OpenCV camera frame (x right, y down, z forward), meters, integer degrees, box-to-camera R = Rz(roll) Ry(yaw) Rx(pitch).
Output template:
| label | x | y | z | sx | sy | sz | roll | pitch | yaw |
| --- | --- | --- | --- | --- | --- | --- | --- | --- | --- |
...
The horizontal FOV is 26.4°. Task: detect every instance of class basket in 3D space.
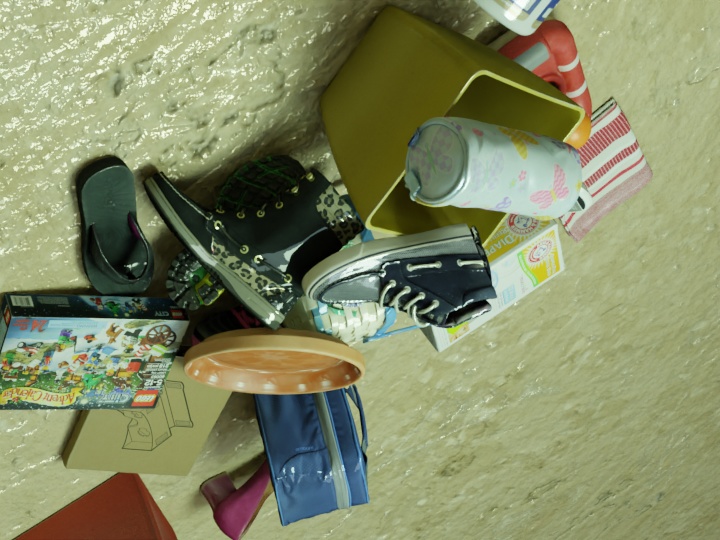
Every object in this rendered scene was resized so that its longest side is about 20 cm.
| label | x | y | z | sx | sy | sz | roll | pitch | yaw |
| --- | --- | --- | --- | --- | --- | --- | --- | --- | --- |
| basket | 0.000 | 0.000 | 1.727 | 0.199 | 0.177 | 0.139 | -21 | 175 | -28 |

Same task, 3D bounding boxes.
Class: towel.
| label | x | y | z | sx | sy | sz | roll | pitch | yaw |
| --- | --- | --- | --- | --- | --- | --- | --- | --- | --- |
| towel | 0.307 | -0.127 | 2.012 | 0.144 | 0.023 | 0.200 | -41 | 146 | 2 |

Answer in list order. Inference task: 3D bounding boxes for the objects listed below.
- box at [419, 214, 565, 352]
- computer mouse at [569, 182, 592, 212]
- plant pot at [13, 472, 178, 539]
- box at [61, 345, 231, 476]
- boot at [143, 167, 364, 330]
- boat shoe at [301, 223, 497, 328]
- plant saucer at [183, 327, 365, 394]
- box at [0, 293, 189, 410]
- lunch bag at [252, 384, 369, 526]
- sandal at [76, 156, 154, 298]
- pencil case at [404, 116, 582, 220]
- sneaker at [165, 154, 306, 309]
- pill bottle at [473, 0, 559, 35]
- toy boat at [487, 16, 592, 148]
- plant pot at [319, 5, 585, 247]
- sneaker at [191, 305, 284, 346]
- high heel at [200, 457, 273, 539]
| label | x | y | z | sx | sy | sz | roll | pitch | yaw |
| --- | --- | --- | --- | --- | --- | --- | --- | --- | --- |
| box | 0.146 | -0.010 | 1.925 | 0.199 | 0.102 | 0.113 | -32 | 147 | -9 |
| computer mouse | 0.184 | -0.105 | 1.805 | 0.110 | 0.199 | 0.044 | 49 | 54 | -51 |
| plant pot | -0.305 | 0.406 | 1.924 | 0.199 | 0.176 | 0.200 | -32 | 146 | -10 |
| box | -0.244 | 0.164 | 1.797 | 0.162 | 0.021 | 0.201 | 8 | 129 | -29 |
| boot | -0.109 | -0.059 | 1.588 | 0.154 | 0.204 | 0.073 | -44 | -172 | -5 |
| boat shoe | 0.046 | 0.019 | 1.569 | 0.199 | 0.093 | 0.075 | -16 | 153 | -15 |
| plant saucer | -0.094 | 0.098 | 1.683 | 0.199 | 0.033 | 0.200 | 1 | 161 | 0 |
| box | -0.298 | 0.089 | 1.649 | 0.199 | 0.038 | 0.137 | 2 | 130 | -30 |
| lunch bag | -0.057 | 0.202 | 1.908 | 0.131 | 0.201 | 0.136 | -12 | 144 | -6 |
| sandal | -0.251 | -0.029 | 1.578 | 0.075 | 0.048 | 0.201 | -27 | 144 | -17 |
| pencil case | 0.133 | -0.096 | 1.511 | 0.199 | 0.083 | 0.091 | 3 | 127 | -45 |
| sneaker | -0.136 | -0.046 | 1.663 | 0.200 | 0.078 | 0.085 | -47 | -177 | 0 |
| pill bottle | 0.190 | -0.349 | 1.556 | 0.200 | 0.116 | 0.115 | -50 | 145 | 17 |
| toy boat | 0.215 | -0.186 | 1.757 | 0.130 | 0.131 | 0.200 | -36 | 146 | -3 |
| plant pot | 0.075 | -0.161 | 1.614 | 0.199 | 0.177 | 0.200 | 11 | 122 | -49 |
| sneaker | -0.107 | 0.046 | 1.785 | 0.199 | 0.074 | 0.088 | -13 | 133 | -33 |
| high heel | -0.107 | 0.288 | 2.042 | 0.199 | 0.096 | 0.068 | -27 | 145 | -17 |
